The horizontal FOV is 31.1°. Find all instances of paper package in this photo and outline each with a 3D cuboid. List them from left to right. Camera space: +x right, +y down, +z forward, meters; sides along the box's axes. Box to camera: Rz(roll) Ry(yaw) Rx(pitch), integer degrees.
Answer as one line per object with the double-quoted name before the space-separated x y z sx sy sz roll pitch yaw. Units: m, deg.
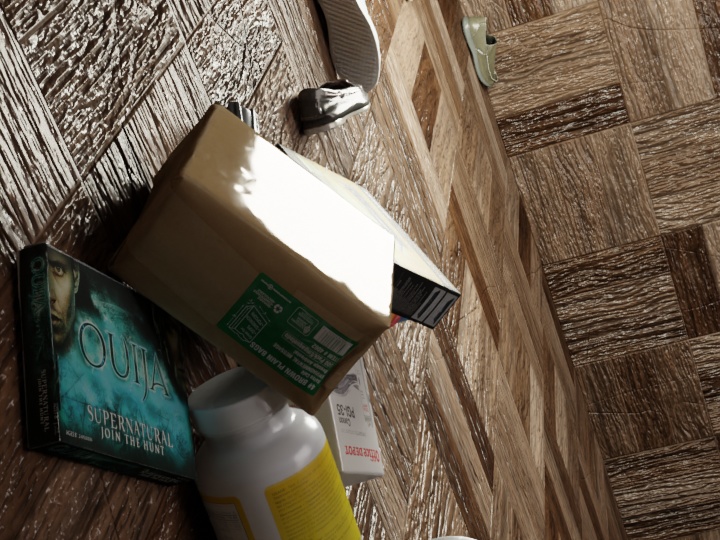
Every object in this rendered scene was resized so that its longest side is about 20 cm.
"paper package" -0.079 -0.014 1.029 0.199 0.104 0.191 37 21 -12

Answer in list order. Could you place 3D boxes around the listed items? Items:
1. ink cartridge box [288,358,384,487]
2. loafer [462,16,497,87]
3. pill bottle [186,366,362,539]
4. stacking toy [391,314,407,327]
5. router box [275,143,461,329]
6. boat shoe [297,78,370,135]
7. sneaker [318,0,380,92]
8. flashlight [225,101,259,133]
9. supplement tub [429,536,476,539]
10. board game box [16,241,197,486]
"ink cartridge box" -0.049 0.109 1.248 0.146 0.082 0.202 30 47 -70
"loafer" 0.312 -0.548 3.233 0.076 0.069 0.201 -87 157 -49
"pill bottle" -0.069 0.182 1.046 0.112 0.111 0.202 -65 139 -68
"stacking toy" -0.020 0.049 1.424 0.111 0.115 0.200 65 31 -14
"router box" -0.005 -0.036 1.350 0.157 0.052 0.200 23 20 -50
"boat shoe" -0.033 -0.222 1.655 0.200 0.066 0.058 -52 131 -67
"sneaker" -0.012 -0.354 1.844 0.082 0.073 0.202 -41 116 -70
"flashlight" -0.114 -0.066 1.210 0.068 0.067 0.202 30 45 -45
"supplement tub" 0.102 0.408 1.415 0.201 0.139 0.141 -85 155 -53
"board game box" -0.176 0.073 0.917 0.200 0.028 0.137 41 38 -66
